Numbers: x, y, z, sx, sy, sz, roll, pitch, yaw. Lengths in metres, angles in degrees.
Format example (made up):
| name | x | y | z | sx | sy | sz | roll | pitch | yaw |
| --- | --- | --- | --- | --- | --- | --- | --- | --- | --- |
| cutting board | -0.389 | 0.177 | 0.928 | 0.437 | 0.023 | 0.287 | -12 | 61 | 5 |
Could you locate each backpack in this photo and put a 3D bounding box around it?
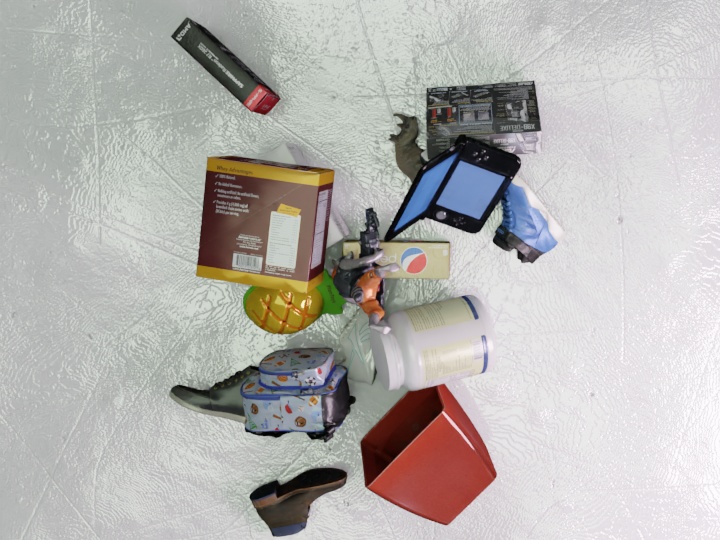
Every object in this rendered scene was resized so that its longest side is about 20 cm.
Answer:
| name | x | y | z | sx | sy | sz | roll | pitch | yaw |
| --- | --- | --- | --- | --- | --- | --- | --- | --- | --- |
| backpack | -0.121 | 0.223 | 1.716 | 0.189 | 0.200 | 0.155 | -11 | 94 | 11 |

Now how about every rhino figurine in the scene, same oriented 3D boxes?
| name | x | y | z | sx | sy | sz | roll | pitch | yaw |
| --- | --- | --- | --- | --- | --- | --- | --- | --- | --- |
| rhino figurine | 0.112 | -0.200 | 1.738 | 0.087 | 0.060 | 0.201 | -31 | 90 | 5 |

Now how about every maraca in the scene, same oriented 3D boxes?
| name | x | y | z | sx | sy | sz | roll | pitch | yaw |
| --- | --- | --- | --- | --- | --- | --- | --- | --- | --- |
| maraca | -0.119 | 0.055 | 1.761 | 0.198 | 0.108 | 0.138 | -13 | 134 | 9 |

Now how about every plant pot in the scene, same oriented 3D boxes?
| name | x | y | z | sx | sy | sz | roll | pitch | yaw |
| --- | --- | --- | --- | --- | --- | --- | --- | --- | --- |
| plant pot | 0.133 | 0.337 | 1.734 | 0.176 | 0.200 | 0.200 | 42 | 99 | -12 |

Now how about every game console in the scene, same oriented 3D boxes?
| name | x | y | z | sx | sy | sz | roll | pitch | yaw |
| --- | --- | --- | --- | --- | --- | --- | --- | --- | --- |
| game console | 0.156 | -0.119 | 1.625 | 0.175 | 0.117 | 0.200 | 19 | 139 | -8 |

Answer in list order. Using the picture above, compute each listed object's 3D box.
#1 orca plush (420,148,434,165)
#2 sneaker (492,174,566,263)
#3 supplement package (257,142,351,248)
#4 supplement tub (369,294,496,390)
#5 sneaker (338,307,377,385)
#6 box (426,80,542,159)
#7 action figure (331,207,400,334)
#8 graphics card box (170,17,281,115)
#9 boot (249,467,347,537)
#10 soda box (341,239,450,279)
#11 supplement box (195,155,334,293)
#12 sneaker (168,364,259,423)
| name | x | y | z | sx | sy | sz | roll | pitch | yaw |
| --- | --- | --- | --- | --- | --- | --- | --- | --- | --- |
| orca plush | 0.200 | -0.208 | 1.705 | 0.199 | 0.071 | 0.105 | -32 | 48 | -23 |
| sneaker | 0.270 | -0.097 | 1.707 | 0.111 | 0.077 | 0.200 | -41 | 112 | 6 |
| supplement package | -0.123 | -0.118 | 1.741 | 0.119 | 0.121 | 0.201 | -32 | 92 | 9 |
| supplement tub | 0.128 | 0.132 | 1.703 | 0.198 | 0.145 | 0.146 | -12 | 95 | -11 |
| sneaker | 0.000 | 0.112 | 1.778 | 0.080 | 0.070 | 0.202 | 8 | 97 | 8 |
| box | 0.214 | -0.265 | 1.673 | 0.198 | 0.158 | 0.050 | -3 | 134 | 6 |
| action figure | 0.000 | 0.000 | 1.642 | 0.104 | 0.193 | 0.202 | -10 | 106 | -21 |
| graphics card box | -0.241 | -0.366 | 1.727 | 0.200 | 0.125 | 0.051 | 44 | 99 | 0 |
| boot | -0.105 | 0.445 | 1.830 | 0.198 | 0.075 | 0.098 | -17 | 106 | 15 |
| soda box | 0.066 | -0.021 | 1.759 | 0.198 | 0.064 | 0.068 | 1 | 96 | 6 |
| supplement box | -0.160 | -0.083 | 1.621 | 0.195 | 0.133 | 0.202 | 9 | 99 | 8 |
| sneaker | -0.259 | 0.222 | 1.822 | 0.198 | 0.075 | 0.107 | 15 | 93 | -5 |
